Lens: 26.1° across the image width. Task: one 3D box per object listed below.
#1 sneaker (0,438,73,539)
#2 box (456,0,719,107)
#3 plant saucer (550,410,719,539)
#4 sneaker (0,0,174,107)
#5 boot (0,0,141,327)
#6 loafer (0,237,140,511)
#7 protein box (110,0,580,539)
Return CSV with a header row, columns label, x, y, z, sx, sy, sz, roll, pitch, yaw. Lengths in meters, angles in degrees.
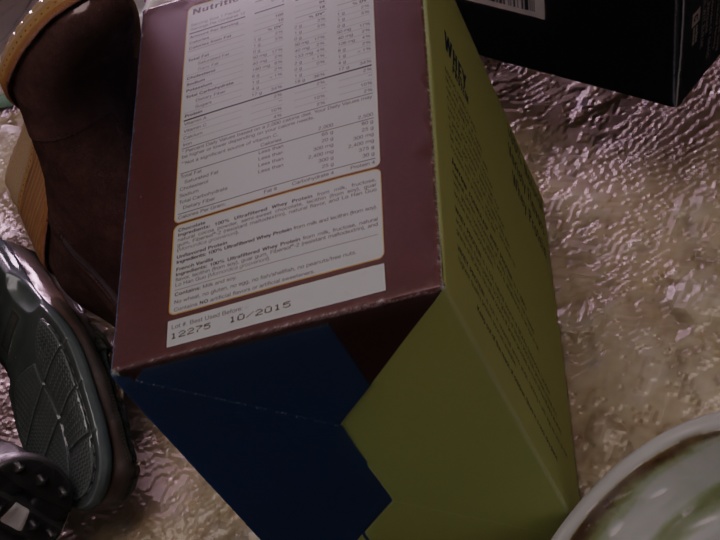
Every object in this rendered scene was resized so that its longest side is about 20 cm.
label,x,y,z,sx,sy,sz,roll,pitch,yaw
sneaker,-0.221,0.164,0.769,0.200,0.066,0.090,-54,30,-4
box,0.114,-0.203,0.786,0.200,0.124,0.197,20,49,29
plant saucer,0.130,0.149,0.576,0.200,0.050,0.200,-43,29,30
sneaker,-0.189,-0.189,0.966,0.200,0.140,0.078,-25,48,9
boot,-0.102,-0.033,0.746,0.072,0.200,0.166,-33,75,-31
loafer,-0.154,0.046,0.823,0.200,0.063,0.072,50,124,40
protein box,0.000,0.000,0.685,0.135,0.199,0.200,-14,50,16
